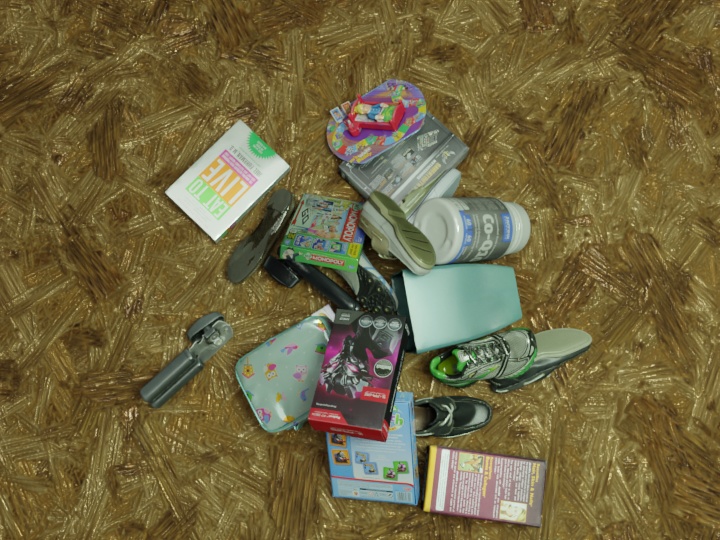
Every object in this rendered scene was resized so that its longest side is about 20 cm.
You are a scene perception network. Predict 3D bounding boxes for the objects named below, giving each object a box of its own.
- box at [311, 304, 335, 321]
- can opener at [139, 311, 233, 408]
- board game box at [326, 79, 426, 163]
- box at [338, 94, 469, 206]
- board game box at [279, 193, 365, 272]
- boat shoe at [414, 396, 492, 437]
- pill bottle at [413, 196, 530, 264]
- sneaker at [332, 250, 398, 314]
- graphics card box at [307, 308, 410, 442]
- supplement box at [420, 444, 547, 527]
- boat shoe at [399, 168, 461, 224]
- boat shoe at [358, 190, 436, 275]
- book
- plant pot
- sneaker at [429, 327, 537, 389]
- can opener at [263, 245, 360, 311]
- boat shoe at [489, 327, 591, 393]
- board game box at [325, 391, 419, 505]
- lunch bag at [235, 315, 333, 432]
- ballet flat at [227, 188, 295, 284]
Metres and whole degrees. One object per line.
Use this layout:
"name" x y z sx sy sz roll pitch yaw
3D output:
"box" -0.020 0.154 1.419 0.041 0.039 0.201 -32 80 -4
"can opener" -0.316 0.158 1.427 0.200 0.053 0.067 -42 48 -7
"board game box" 0.023 -0.289 1.467 0.199 0.039 0.159 -31 52 5
"box" 0.081 -0.206 1.488 0.158 0.048 0.200 42 82 8
"board game box" -0.056 -0.071 1.405 0.133 0.200 0.029 10 122 3
"boat shoe" 0.136 0.255 1.370 0.198 0.068 0.072 0 81 -9
"pill bottle" 0.199 -0.072 1.383 0.199 0.114 0.115 -5 75 -39
"sneaker" 0.000 0.000 1.427 0.200 0.072 0.072 45 127 16
"graphics card box" 0.001 0.164 1.270 0.124 0.051 0.201 6 60 18
"supplement box" 0.207 0.365 1.347 0.198 0.086 0.111 7 78 3
"boat shoe" 0.102 -0.114 1.413 0.062 0.072 0.200 37 76 17
"boat shoe" 0.060 -0.051 1.336 0.069 0.074 0.200 -55 42 23
"book" -0.248 -0.167 1.492 0.134 0.048 0.200 42 80 5
"plant pot" 0.169 0.056 1.383 0.198 0.141 0.143 -10 86 -7
"sneaker" 0.207 0.151 1.332 0.199 0.085 0.079 -28 63 30
"can opener" -0.080 0.017 1.431 0.199 0.063 0.079 33 99 16
"boat shoe" 0.318 0.159 1.408 0.199 0.068 0.072 -21 35 -8
"board game box" 0.018 0.294 1.322 0.150 0.037 0.201 1 114 16
"lunch bag" -0.109 0.185 1.377 0.199 0.077 0.161 -32 83 11
"ballet flat" -0.179 -0.059 1.466 0.067 0.046 0.201 26 82 29
